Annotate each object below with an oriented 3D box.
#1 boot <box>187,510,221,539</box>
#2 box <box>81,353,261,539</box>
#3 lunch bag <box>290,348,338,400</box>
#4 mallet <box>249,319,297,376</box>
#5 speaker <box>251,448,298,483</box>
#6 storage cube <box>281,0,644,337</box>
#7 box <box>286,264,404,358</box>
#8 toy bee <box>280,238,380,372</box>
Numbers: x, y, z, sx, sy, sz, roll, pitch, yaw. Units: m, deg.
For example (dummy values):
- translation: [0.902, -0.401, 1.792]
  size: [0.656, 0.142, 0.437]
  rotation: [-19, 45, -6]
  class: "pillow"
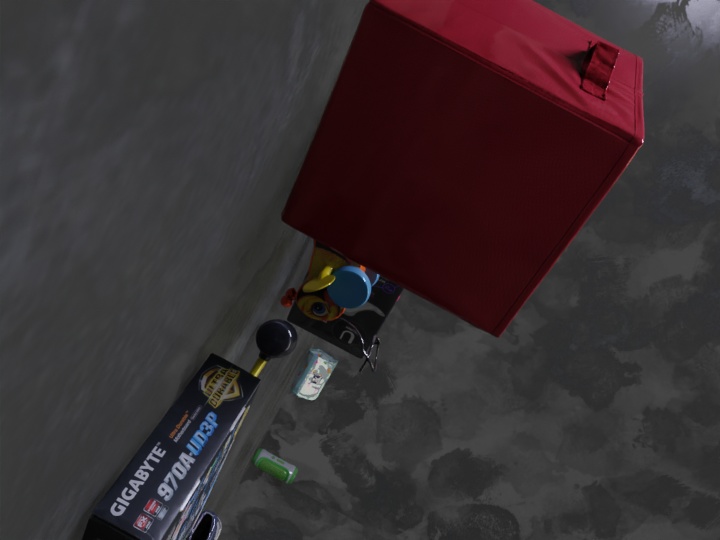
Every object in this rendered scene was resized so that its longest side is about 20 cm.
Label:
- translation: [-0.335, 0.566, 1.421]
  size: [0.090, 0.073, 0.200]
  rotation: [101, 7, -62]
  class: "boot"
- translation: [-0.149, 0.180, 0.527]
  size: [0.200, 0.046, 0.159]
  rotation: [-62, 179, 34]
  class: "box"
- translation: [-0.178, 0.384, 2.706]
  size: [0.170, 0.122, 0.200]
  rotation: [-59, 171, 0]
  class: "lunch bag"
- translation: [-0.130, 0.137, 0.780]
  size: [0.200, 0.041, 0.066]
  rotation: [-58, 176, 4]
  class: "mallet"
- translation: [-0.381, 0.869, 3.247]
  size: [0.089, 0.200, 0.088]
  rotation: [-62, 179, -2]
  class: "speaker"
- translation: [0.076, -0.098, 0.528]
  size: [0.200, 0.180, 0.171]
  rotation: [-63, 178, 38]
  class: "storage cube"
- translation: [0.000, 0.000, 0.969]
  size: [0.200, 0.122, 0.106]
  rotation: [-62, 180, 40]
  class: "box"
- translation: [-0.037, 0.014, 0.800]
  size: [0.131, 0.109, 0.200]
  rotation: [-10, 104, -78]
  class: "toy bee"
